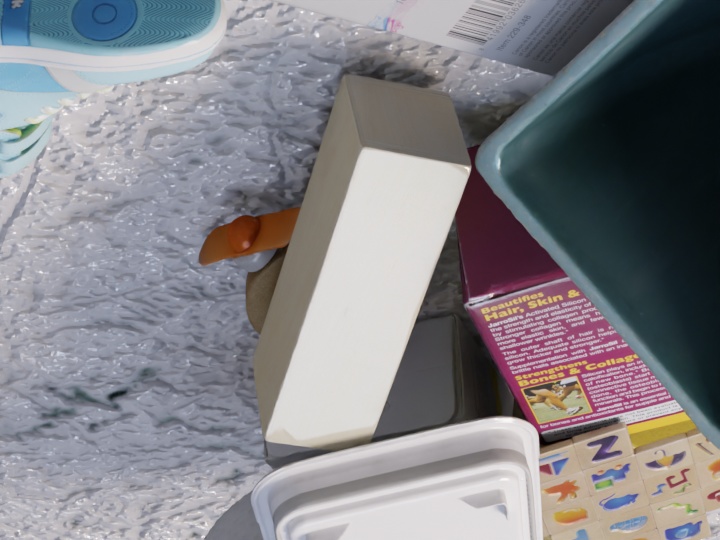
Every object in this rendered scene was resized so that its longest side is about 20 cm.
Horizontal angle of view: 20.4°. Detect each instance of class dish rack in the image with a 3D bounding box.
[{"bbox_3d":[0.031,0.169,1.201,0.170,0.044,0.201,-13,144,-2],"label":"dish rack"}]

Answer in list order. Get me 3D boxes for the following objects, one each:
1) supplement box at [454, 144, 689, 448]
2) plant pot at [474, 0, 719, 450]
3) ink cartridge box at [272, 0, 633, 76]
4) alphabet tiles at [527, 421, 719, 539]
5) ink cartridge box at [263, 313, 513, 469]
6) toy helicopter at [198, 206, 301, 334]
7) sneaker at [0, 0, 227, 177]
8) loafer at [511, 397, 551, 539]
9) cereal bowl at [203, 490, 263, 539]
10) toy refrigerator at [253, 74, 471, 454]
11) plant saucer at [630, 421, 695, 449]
[{"bbox_3d":[0.137,0.009,1.155,0.130,0.104,0.200,-13,148,11],"label":"supplement box"},{"bbox_3d":[0.218,-0.071,0.958,0.196,0.200,0.196,49,137,2],"label":"plant pot"},{"bbox_3d":[0.040,-0.178,0.897,0.199,0.086,0.148,13,146,-23],"label":"ink cartridge box"},{"bbox_3d":[0.146,0.146,1.250,0.198,0.008,0.168,-19,143,5],"label":"alphabet tiles"},{"bbox_3d":[0.035,0.122,1.391,0.144,0.084,0.200,-13,147,16],"label":"ink cartridge box"},{"bbox_3d":[-0.017,-0.024,1.181,0.131,0.079,0.201,15,135,-11],"label":"toy helicopter"},{"bbox_3d":[-0.157,-0.102,1.018,0.198,0.080,0.131,3,148,10],"label":"sneaker"},{"bbox_3d":[0.136,0.111,1.317,0.076,0.067,0.201,-29,133,-36],"label":"loafer"},{"bbox_3d":[-0.019,0.185,1.311,0.198,0.084,0.201,-12,143,-9],"label":"cereal bowl"},{"bbox_3d":[0.000,0.000,1.113,0.069,0.076,0.201,9,123,-15],"label":"toy refrigerator"},{"bbox_3d":[0.236,0.086,1.367,0.199,0.049,0.200,17,148,-29],"label":"plant saucer"}]
